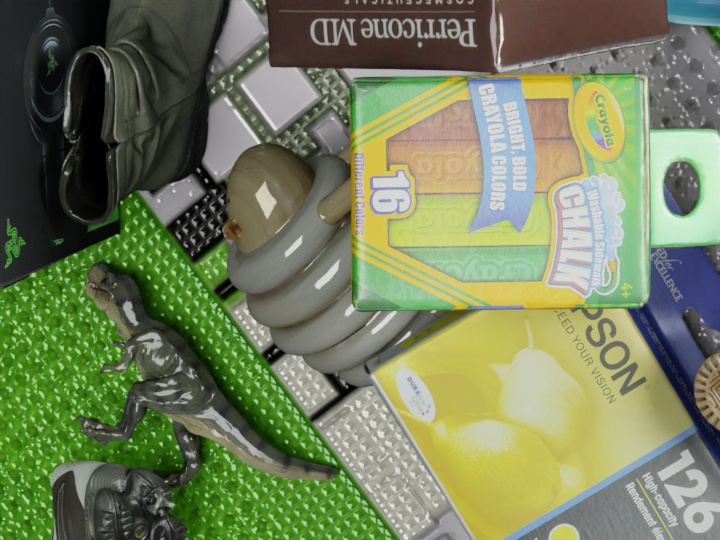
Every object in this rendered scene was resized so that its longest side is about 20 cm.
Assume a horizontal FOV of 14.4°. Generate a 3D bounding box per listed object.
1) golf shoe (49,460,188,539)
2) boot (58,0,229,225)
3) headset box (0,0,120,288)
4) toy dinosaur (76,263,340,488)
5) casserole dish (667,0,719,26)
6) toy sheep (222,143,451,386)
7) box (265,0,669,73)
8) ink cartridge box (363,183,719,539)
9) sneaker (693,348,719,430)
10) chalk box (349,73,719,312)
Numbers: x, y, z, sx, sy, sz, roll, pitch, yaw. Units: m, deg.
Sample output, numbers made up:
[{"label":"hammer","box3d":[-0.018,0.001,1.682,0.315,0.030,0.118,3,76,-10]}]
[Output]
[{"label":"golf shoe","box3d":[-0.151,0.207,1.787,0.094,0.078,0.200,19,119,45]},{"label":"boot","box3d":[-0.130,-0.132,1.668,0.068,0.131,0.200,6,103,17]},{"label":"headset box","box3d":[-0.220,-0.091,1.684,0.093,0.174,0.200,3,101,19]},{"label":"toy dinosaur","box3d":[-0.115,0.087,1.757,0.200,0.047,0.088,44,105,3]},{"label":"casserole dish","box3d":[0.230,-0.197,1.581,0.200,0.039,0.121,3,103,19]},{"label":"toy sheep","box3d":[0.000,0.000,1.654,0.138,0.138,0.200,-39,108,22]},{"label":"box","box3d":[0.054,-0.216,1.546,0.166,0.164,0.200,4,103,39]},{"label":"ink cartridge box","box3d":[0.137,0.085,1.617,0.200,0.047,0.198,-31,101,4]},{"label":"sneaker","box3d":[0.293,0.070,1.564,0.200,0.108,0.070,15,109,19]},{"label":"chalk box","box3d":[0.095,-0.041,1.516,0.200,0.124,0.125,-2,91,2]}]
